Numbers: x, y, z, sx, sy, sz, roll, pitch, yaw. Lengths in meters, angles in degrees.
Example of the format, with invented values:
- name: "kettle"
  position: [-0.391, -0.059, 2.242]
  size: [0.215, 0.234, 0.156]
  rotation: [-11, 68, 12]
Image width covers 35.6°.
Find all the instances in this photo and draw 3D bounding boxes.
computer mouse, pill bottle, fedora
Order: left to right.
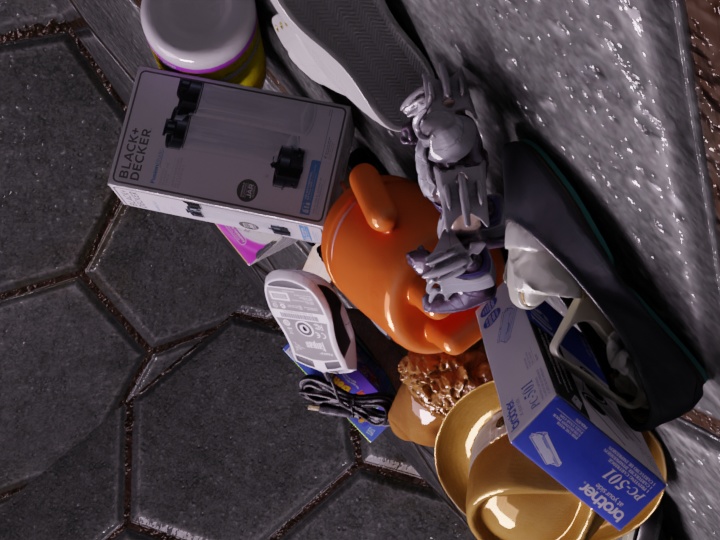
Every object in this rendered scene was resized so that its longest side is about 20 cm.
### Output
- name: "pill bottle"
  position: [-0.144, -0.209, 1.072]
  size: [0.104, 0.104, 0.200]
  rotation: [49, 172, 9]
- name: "computer mouse"
  position: [-0.032, 0.067, 1.079]
  size: [0.109, 0.044, 0.201]
  rotation: [8, 134, 31]
- name: "fedora"
  position: [0.146, 0.178, 0.906]
  size: [0.201, 0.199, 0.082]
  rotation: [54, -145, -19]

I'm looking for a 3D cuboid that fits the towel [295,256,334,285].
- name: "towel"
  position: [-0.044, -0.007, 1.314]
  size: [0.035, 0.132, 0.200]
  rotation: [47, 172, -7]

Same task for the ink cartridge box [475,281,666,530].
- name: "ink cartridge box"
  position: [0.133, 0.079, 0.745]
  size: [0.094, 0.044, 0.200]
  rotation: [39, -165, -13]

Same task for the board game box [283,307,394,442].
- name: "board game box"
  position: [-0.008, 0.106, 1.250]
  size: [0.135, 0.045, 0.200]
  rotation: [47, -172, 2]

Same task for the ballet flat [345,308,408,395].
- name: "ballet flat"
  position: [0.048, 0.090, 1.215]
  size: [0.068, 0.067, 0.200]
  rotation: [32, -164, -46]

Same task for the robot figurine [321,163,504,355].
- name: "robot figurine"
  position: [0.040, -0.010, 0.914]
  size: [0.143, 0.118, 0.200]
  rotation: [16, -166, -35]

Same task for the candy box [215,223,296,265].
- name: "candy box"
  position: [-0.130, -0.090, 1.402]
  size: [0.137, 0.061, 0.200]
  rotation: [51, -164, 2]

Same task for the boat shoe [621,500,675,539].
- name: "boat shoe"
  position: [0.273, 0.265, 1.043]
  size: [0.062, 0.074, 0.202]
  rotation: [8, 142, 20]

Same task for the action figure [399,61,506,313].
- name: "action figure"
  position: [0.058, -0.044, 0.714]
  size: [0.200, 0.068, 0.132]
  rotation: [64, -152, -61]

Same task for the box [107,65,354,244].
- name: "box"
  position: [-0.113, -0.102, 1.001]
  size: [0.197, 0.118, 0.060]
  rotation: [12, 168, 6]

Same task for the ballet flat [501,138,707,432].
- name: "ballet flat"
  position: [0.133, 0.016, 0.680]
  size: [0.201, 0.073, 0.073]
  rotation: [52, 172, -8]

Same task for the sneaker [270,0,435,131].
- name: "sneaker"
  position: [-0.036, -0.181, 0.723]
  size: [0.115, 0.074, 0.201]
  rotation: [37, 165, 49]

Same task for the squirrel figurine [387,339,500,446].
- name: "squirrel figurine"
  position: [0.128, 0.134, 1.008]
  size: [0.186, 0.142, 0.200]
  rotation: [40, 171, 22]

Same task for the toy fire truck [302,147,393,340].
- name: "toy fire truck"
  position: [0.000, 0.000, 1.115]
  size: [0.176, 0.128, 0.200]
  rotation: [49, 173, 9]
